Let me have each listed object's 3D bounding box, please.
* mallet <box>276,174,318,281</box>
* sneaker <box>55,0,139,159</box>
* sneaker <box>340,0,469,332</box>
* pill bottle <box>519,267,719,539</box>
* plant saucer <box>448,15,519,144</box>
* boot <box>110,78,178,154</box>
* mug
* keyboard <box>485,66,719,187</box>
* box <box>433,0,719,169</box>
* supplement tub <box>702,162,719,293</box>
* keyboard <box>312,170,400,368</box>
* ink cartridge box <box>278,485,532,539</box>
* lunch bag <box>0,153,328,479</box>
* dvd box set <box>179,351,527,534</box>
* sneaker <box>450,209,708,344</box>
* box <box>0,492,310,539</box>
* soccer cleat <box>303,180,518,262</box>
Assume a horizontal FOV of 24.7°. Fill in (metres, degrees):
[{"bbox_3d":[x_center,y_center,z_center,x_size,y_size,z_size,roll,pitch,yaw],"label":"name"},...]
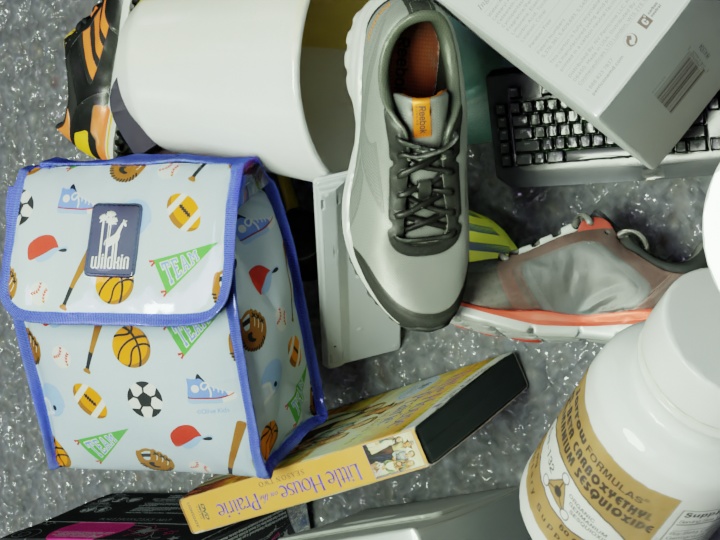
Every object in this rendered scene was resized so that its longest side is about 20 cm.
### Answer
[{"bbox_3d":[-0.060,-0.086,1.173,0.041,0.066,0.200,-17,68,0],"label":"mallet"},{"bbox_3d":[-0.185,-0.179,1.223,0.090,0.070,0.200,21,109,28],"label":"sneaker"},{"bbox_3d":[0.028,-0.062,0.950,0.079,0.074,0.200,-155,59,-77],"label":"sneaker"},{"bbox_3d":[0.175,0.093,0.942,0.114,0.114,0.200,48,144,20],"label":"pill bottle"},{"bbox_3d":[0.059,-0.182,1.077,0.200,0.036,0.200,5,99,34],"label":"plant saucer"},{"bbox_3d":[-0.101,-0.054,1.170,0.075,0.097,0.200,-23,88,19],"label":"boot"},{"bbox_3d":[-0.062,-0.143,1.055,0.153,0.187,0.150,4,136,28],"label":"mug"},{"bbox_3d":[0.172,-0.118,0.995,0.200,0.021,0.127,-4,94,23],"label":"keyboard"},{"bbox_3d":[0.108,-0.164,0.941,0.200,0.124,0.098,41,98,25],"label":"box"},{"bbox_3d":[0.272,-0.028,0.848,0.145,0.200,0.146,5,99,34],"label":"supplement tub"},{"bbox_3d":[0.000,0.000,1.065,0.200,0.056,0.011,89,158,-53],"label":"keyboard"},{"bbox_3d":[0.038,0.256,1.078,0.145,0.145,0.200,-14,88,34],"label":"ink cartridge box"},{"bbox_3d":[-0.129,0.025,1.044,0.170,0.124,0.200,0,111,21],"label":"lunch bag"},{"bbox_3d":[-0.004,0.114,1.089,0.200,0.146,0.029,-21,95,35],"label":"dvd box set"},{"bbox_3d":[0.126,0.003,1.017,0.200,0.077,0.082,6,84,4],"label":"sneaker"},{"bbox_3d":[-0.143,0.234,1.209,0.200,0.132,0.115,-5,97,35],"label":"box"},{"bbox_3d":[0.027,-0.032,1.087,0.200,0.084,0.065,42,117,23],"label":"soccer cleat"}]
